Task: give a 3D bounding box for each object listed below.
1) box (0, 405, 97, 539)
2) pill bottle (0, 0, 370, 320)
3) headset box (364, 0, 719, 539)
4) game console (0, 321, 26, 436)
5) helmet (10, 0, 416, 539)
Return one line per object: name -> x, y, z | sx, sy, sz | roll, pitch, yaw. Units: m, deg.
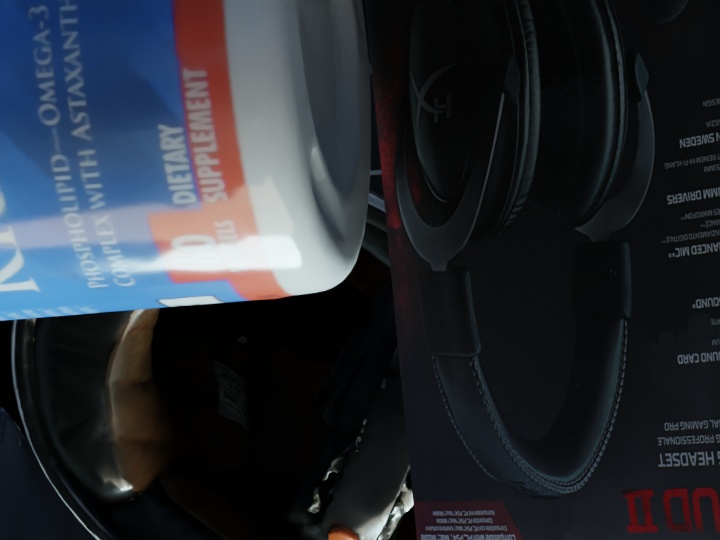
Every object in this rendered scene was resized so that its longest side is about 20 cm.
box -> -0.165, 0.135, 0.816 | 0.199, 0.105, 0.182 | -6, 146, 20
pill bottle -> -0.104, -0.042, 0.585 | 0.199, 0.113, 0.112 | -6, 177, 10
headset box -> 0.075, -0.012, 0.581 | 0.077, 0.201, 0.149 | -3, 178, -33
game console -> -0.049, 0.056, 0.933 | 0.199, 0.117, 0.176 | 7, 163, -19
helmet -> 0.000, 0.000, 0.796 | 0.199, 0.201, 0.191 | -5, -158, 19
